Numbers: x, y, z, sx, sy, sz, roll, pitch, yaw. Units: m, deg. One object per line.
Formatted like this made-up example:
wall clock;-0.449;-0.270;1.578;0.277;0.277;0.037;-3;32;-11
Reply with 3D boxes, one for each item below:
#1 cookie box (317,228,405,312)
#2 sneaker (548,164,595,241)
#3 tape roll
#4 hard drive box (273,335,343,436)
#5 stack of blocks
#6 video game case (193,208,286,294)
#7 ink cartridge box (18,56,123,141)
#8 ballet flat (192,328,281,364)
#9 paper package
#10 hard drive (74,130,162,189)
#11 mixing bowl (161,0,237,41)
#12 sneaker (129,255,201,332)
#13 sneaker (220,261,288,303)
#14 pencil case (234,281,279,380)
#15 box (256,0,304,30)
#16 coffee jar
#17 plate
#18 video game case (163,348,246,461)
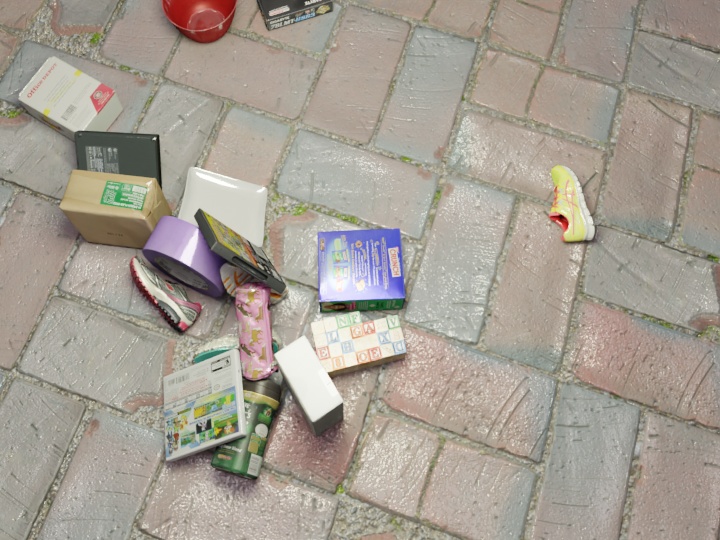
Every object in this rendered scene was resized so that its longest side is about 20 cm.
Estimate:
cookie box;0.000;0.000;1.565;0.194;0.076;0.176;-2;70;-2
sneaker;0.491;-0.161;1.635;0.088;0.078;0.205;-15;69;1
tape roll;-0.375;-0.029;1.500;0.196;0.201;0.086;23;70;7
hard drive box;-0.104;0.245;1.408;0.076;0.201;0.158;-30;73;-12
stack of blocks;-0.005;0.157;1.516;0.194;0.059;0.118;-12;70;-6
video game case;-0.253;-0.042;1.410;0.026;0.179;0.200;-51;33;5
ink cartridge box;-0.720;-0.418;1.695;0.197;0.084;0.147;30;73;8
ballet flat;-0.273;0.170;1.512;0.194;0.072;0.074;-8;70;-7
paper package;-0.547;-0.134;1.540;0.194;0.191;0.106;7;69;0
hard drive;-0.578;-0.258;1.627;0.194;0.033;0.144;3;109;0
mixing bowl;-0.413;-0.679;1.784;0.194;0.109;0.206;1;70;-2
sneaker;-0.447;0.045;1.537;0.201;0.080;0.075;49;63;-4
sneaker;-0.243;0.016;1.509;0.078;0.199;0.078;-36;59;16
pencil case;-0.218;0.123;1.429;0.084;0.083;0.206;-5;97;3
box;-0.195;-0.773;1.856;0.195;0.050;0.203;-19;71;-7
coffee jar;-0.237;0.326;1.427;0.102;0.085;0.205;-2;64;38
plate;-0.319;-0.142;1.583;0.195;0.033;0.204;14;46;-17
video game case;-0.331;0.283;1.428;0.196;0.022;0.186;-22;60;18
